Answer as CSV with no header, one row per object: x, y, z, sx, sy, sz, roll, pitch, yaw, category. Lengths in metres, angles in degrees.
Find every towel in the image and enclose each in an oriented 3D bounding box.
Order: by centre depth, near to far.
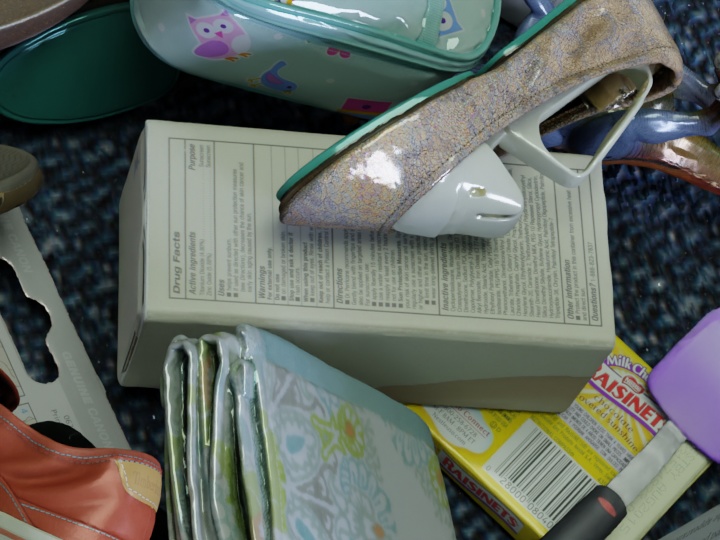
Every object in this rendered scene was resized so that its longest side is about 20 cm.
-0.011,0.123,1.004,0.048,0.200,0.172,-18,65,23,towel

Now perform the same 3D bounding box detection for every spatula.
0.117,0.089,1.107,0.057,0.021,0.200,48,63,3,spatula

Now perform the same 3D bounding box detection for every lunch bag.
-0.016,-0.170,1.108,0.160,0.077,0.201,13,60,-24,lunch bag

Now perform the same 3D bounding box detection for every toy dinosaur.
0.086,-0.067,1.177,0.181,0.201,0.105,-11,32,20,toy dinosaur

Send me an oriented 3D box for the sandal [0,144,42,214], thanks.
-0.230,-0.062,1.066,0.199,0.055,0.082,17,30,11,sandal

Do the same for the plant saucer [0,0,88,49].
-0.188,-0.149,1.129,0.199,0.032,0.201,-2,43,2,plant saucer

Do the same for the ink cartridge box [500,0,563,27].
0.039,-0.215,1.245,0.200,0.067,0.117,32,59,1,ink cartridge box

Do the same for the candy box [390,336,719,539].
0.058,0.042,1.141,0.200,0.026,0.102,44,59,8,candy box

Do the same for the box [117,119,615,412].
0.000,0.000,1.087,0.199,0.078,0.095,5,64,-11,box

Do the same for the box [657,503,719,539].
0.189,0.193,0.986,0.199,0.200,0.131,34,59,-9,box

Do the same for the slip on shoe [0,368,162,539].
-0.155,0.061,0.965,0.199,0.074,0.061,23,80,27,slip on shoe

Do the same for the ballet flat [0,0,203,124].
-0.086,-0.118,1.165,0.199,0.073,0.073,-18,69,-17,ballet flat

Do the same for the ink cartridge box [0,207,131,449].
-0.213,0.045,1.059,0.199,0.050,0.161,-12,67,-37,ink cartridge box

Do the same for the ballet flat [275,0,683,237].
0.058,-0.055,1.048,0.200,0.068,0.067,-34,83,-25,ballet flat

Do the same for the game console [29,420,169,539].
-0.139,0.187,0.991,0.200,0.117,0.176,-34,58,-29,game console
